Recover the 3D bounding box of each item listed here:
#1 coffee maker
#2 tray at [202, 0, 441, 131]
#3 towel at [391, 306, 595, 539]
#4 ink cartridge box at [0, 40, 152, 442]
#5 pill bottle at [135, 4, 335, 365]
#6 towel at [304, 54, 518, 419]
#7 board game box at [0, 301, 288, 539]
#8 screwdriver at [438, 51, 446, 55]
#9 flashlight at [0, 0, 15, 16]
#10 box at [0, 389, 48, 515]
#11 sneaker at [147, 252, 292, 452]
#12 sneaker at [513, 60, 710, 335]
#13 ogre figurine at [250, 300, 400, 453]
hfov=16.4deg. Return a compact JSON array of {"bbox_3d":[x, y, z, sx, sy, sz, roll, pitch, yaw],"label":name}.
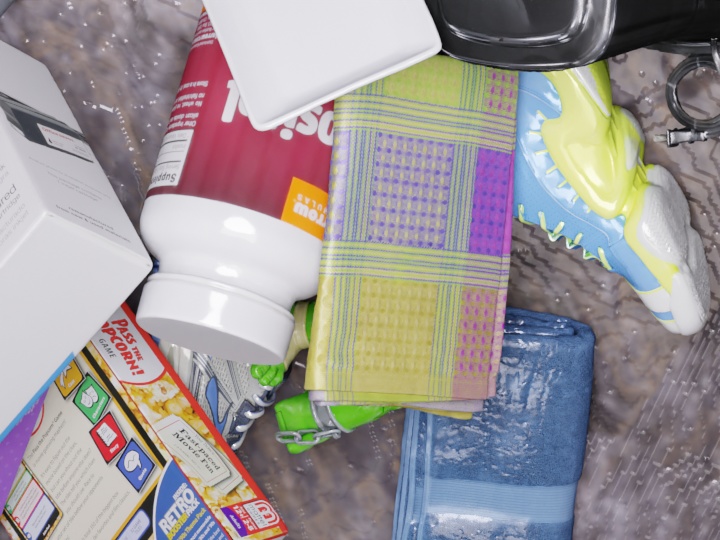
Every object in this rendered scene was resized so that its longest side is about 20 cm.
[{"bbox_3d":[0.136,-0.157,1.325,0.134,0.200,0.193,-21,88,38],"label":"coffee maker"},{"bbox_3d":[-0.033,-0.159,1.329,0.107,0.200,0.022,-23,142,1],"label":"tray"},{"bbox_3d":[0.079,0.121,1.520,0.111,0.049,0.201,7,108,2],"label":"towel"},{"bbox_3d":[-0.218,-0.025,1.391,0.084,0.200,0.145,28,110,-41],"label":"ink cartridge box"},{"bbox_3d":[-0.055,-0.055,1.377,0.113,0.113,0.201,15,77,0],"label":"pill bottle"},{"bbox_3d":[0.029,-0.019,1.370,0.023,0.143,0.201,5,91,46],"label":"towel"},{"bbox_3d":[-0.147,0.126,1.471,0.200,0.046,0.152,53,126,21],"label":"board game box"},{"bbox_3d":[0.029,-0.074,1.481,0.028,0.029,0.201,13,117,0],"label":"screwdriver"},{"bbox_3d":[-0.255,-0.141,1.454,0.068,0.068,0.200,42,107,-6],"label":"flashlight"},{"bbox_3d":[-0.247,0.085,1.492,0.039,0.137,0.200,8,113,-37],"label":"box"},{"bbox_3d":[-0.083,0.073,1.506,0.085,0.077,0.201,-1,109,-1],"label":"sneaker"},{"bbox_3d":[0.125,-0.042,1.456,0.105,0.076,0.200,-25,92,22],"label":"sneaker"},{"bbox_3d":[0.000,0.000,1.453,0.120,0.098,0.201,-3,70,27],"label":"ogre figurine"}]
